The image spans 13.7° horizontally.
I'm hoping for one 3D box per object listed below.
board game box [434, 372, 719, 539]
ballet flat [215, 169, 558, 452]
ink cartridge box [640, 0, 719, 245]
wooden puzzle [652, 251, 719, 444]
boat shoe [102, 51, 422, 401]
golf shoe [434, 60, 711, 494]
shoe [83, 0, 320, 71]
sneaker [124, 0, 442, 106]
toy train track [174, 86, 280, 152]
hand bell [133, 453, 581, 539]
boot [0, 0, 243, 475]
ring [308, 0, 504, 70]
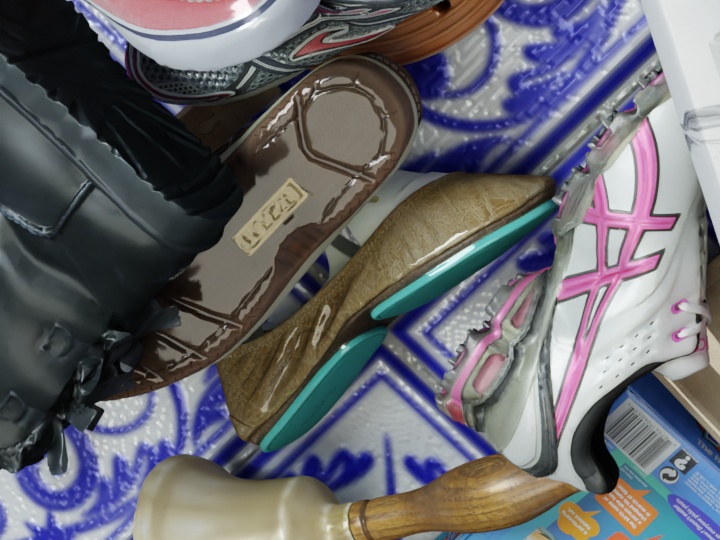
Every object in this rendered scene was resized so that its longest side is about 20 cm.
[{"bbox_3d":[0.115,0.149,1.343,0.152,0.045,0.200,42,121,-5],"label":"board game box"},{"bbox_3d":[0.000,0.000,1.309,0.200,0.068,0.072,-43,76,35],"label":"ballet flat"},{"bbox_3d":[0.196,-0.066,1.146,0.146,0.083,0.201,-19,100,5],"label":"ink cartridge box"},{"bbox_3d":[0.245,0.030,1.244,0.185,0.037,0.200,46,115,-4],"label":"wooden puzzle"},{"bbox_3d":[-0.050,-0.018,1.272,0.202,0.075,0.075,-36,95,19],"label":"boat shoe"},{"bbox_3d":[0.116,-0.002,1.236,0.092,0.073,0.200,34,109,11],"label":"golf shoe"},{"bbox_3d":[-0.098,-0.146,1.178,0.200,0.071,0.091,30,162,50],"label":"shoe"},{"bbox_3d":[-0.020,-0.124,1.218,0.200,0.075,0.081,-28,103,29],"label":"sneaker"},{"bbox_3d":[-0.119,-0.022,1.306,0.200,0.033,0.115,-43,114,-3],"label":"toy train track"},{"bbox_3d":[0.009,0.110,1.320,0.199,0.104,0.104,-17,108,30],"label":"hand bell"},{"bbox_3d":[-0.154,-0.027,1.226,0.198,0.073,0.163,44,120,7],"label":"boot"},{"bbox_3d":[-0.015,-0.178,1.244,0.200,0.019,0.201,8,118,15],"label":"ring"}]
